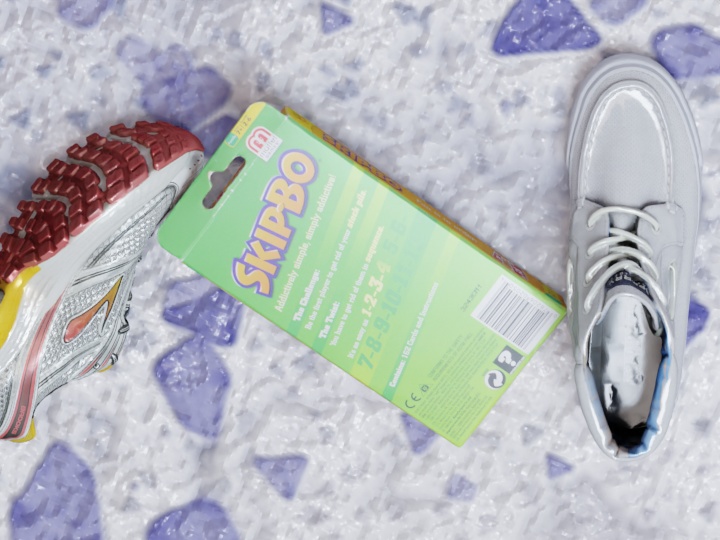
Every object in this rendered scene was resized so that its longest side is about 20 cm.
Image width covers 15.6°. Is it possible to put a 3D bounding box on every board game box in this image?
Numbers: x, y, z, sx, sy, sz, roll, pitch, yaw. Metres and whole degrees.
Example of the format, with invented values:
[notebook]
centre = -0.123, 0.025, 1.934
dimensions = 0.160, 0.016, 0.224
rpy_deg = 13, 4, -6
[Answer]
[board game box]
centre = 0.000, 0.000, 1.361
dimensions = 0.200, 0.030, 0.096
rpy_deg = 34, 104, -16

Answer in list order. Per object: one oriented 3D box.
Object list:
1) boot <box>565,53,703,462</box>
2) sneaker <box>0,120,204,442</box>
[boot]
centre = 0.140, -0.005, 1.328
dimensions = 0.073, 0.096, 0.200
rpy_deg = -3, 103, 5
[sneaker]
centre = -0.150, 0.005, 1.376
dimensions = 0.082, 0.078, 0.200
rpy_deg = 36, 100, -32
